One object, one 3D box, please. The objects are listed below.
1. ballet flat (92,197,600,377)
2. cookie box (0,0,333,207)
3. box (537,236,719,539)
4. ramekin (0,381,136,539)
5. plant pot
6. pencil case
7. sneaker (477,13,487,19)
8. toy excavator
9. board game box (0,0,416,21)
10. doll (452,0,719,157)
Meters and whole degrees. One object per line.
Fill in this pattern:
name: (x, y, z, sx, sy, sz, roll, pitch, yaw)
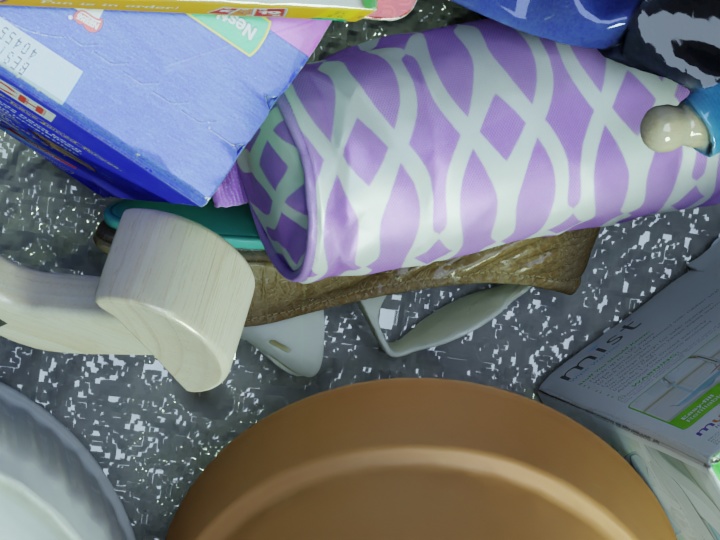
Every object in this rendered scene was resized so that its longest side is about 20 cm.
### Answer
ballet flat: (0.000, 0.000, 0.858, 0.198, 0.068, 0.073, -9, 115, -18)
cookie box: (-0.117, -0.095, 0.742, 0.171, 0.200, 0.076, 34, 85, -14)
box: (0.190, 0.034, 0.844, 0.199, 0.176, 0.097, -35, 102, -10)
ramekin: (-0.166, 0.134, 0.794, 0.198, 0.105, 0.202, -1, 94, -15)
plant pot: (0.019, 0.157, 0.785, 0.198, 0.140, 0.202, 1, 117, 3)
pencil case: (0.052, -0.051, 0.805, 0.198, 0.085, 0.085, -10, 106, -21)
sneaker: (0.005, -0.152, 0.848, 0.111, 0.073, 0.201, -16, 114, 11)
toy excavator: (-0.158, -0.008, 0.754, 0.199, 0.194, 0.101, 30, 58, -26)
board game box: (-0.075, -0.122, 0.638, 0.198, 0.030, 0.096, 1, 90, -19)
doll: (0.107, -0.107, 0.766, 0.199, 0.048, 0.137, 20, 80, -6)
